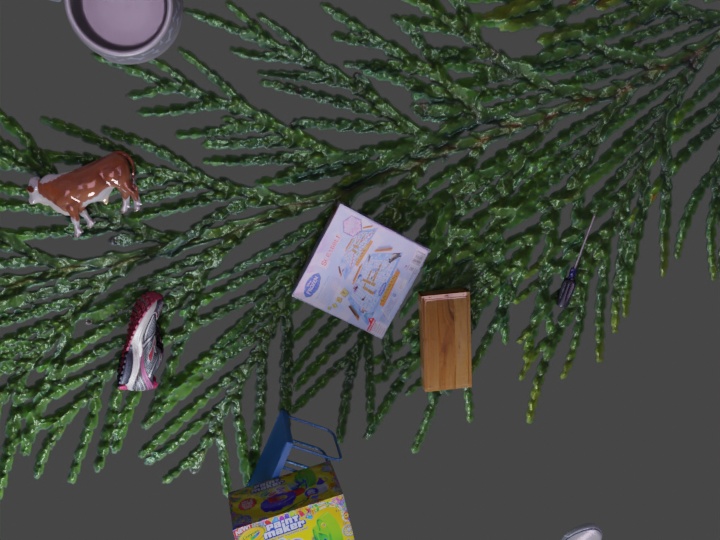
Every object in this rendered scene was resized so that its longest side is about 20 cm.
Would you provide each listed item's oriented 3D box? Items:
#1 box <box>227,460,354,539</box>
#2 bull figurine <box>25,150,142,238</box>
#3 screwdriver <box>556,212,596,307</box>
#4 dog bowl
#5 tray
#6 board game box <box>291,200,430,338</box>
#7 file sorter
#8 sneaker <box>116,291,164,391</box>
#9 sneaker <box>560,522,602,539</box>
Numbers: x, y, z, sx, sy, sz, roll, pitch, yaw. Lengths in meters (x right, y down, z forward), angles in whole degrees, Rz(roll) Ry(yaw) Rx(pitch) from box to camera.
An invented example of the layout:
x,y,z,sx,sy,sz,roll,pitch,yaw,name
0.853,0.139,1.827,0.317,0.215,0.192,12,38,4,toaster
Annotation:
x,y,z,sx,sy,sz,roll,pitch,yaw,name
-0.118,0.482,1.360,0.199,0.122,0.193,-16,109,-9,box
-0.486,-0.136,1.324,0.199,0.065,0.122,-23,110,1,bull figurine
0.433,-0.021,1.498,0.028,0.029,0.201,15,98,-11,screwdriver
-0.401,-0.450,1.259,0.199,0.059,0.201,-2,104,-8,dog bowl
0.169,0.139,1.495,0.098,0.037,0.201,-5,104,-7,tray
0.000,0.000,1.433,0.199,0.041,0.200,27,99,-13,board game box
-0.134,0.405,1.470,0.122,0.139,0.201,21,100,-16,file sorter
-0.399,0.131,1.400,0.074,0.081,0.201,11,111,-25,sneaker
0.455,0.638,1.639,0.200,0.071,0.073,-44,105,4,sneaker
